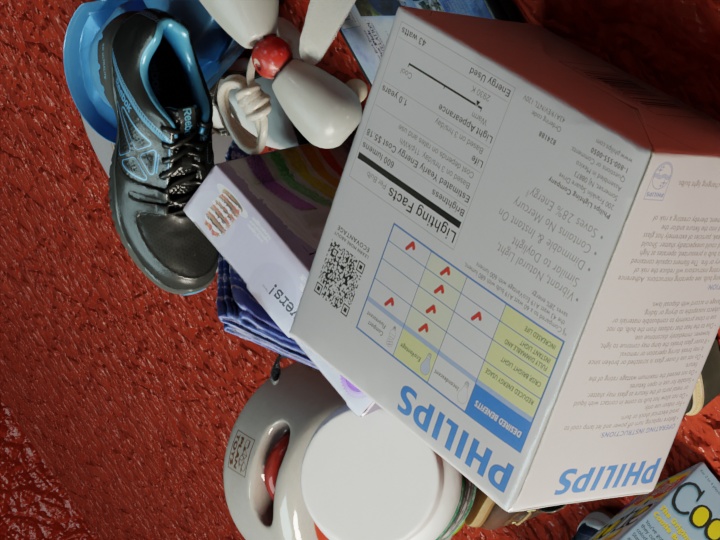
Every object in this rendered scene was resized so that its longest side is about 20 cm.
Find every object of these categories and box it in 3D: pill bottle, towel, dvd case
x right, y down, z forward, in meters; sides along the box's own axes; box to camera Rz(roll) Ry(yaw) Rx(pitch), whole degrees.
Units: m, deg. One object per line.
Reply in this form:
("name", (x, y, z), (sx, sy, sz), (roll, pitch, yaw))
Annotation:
("pill bottle", (0.020, 0.147, 1.341), (0.113, 0.113, 0.200), (50, -177, 10))
("towel", (-0.034, -0.003, 1.328), (0.144, 0.201, 0.024), (25, 124, -21))
("dvd case", (0.048, -0.138, 1.190), (0.143, 0.017, 0.200), (60, 158, -15))

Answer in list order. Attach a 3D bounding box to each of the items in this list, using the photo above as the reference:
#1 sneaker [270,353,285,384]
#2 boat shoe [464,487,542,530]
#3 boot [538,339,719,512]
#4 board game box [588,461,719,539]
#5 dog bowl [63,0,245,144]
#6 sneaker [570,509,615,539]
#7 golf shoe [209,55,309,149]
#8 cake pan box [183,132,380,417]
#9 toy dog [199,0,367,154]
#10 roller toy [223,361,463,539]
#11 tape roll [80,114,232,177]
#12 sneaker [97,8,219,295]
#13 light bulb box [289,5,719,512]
("sneaker", (-0.006, 0.053, 1.431), (0.200, 0.139, 0.078), (49, 159, 14))
("boat shoe", (0.123, 0.157, 1.423), (0.070, 0.071, 0.200), (12, 164, -3))
("boot", (0.132, 0.033, 1.105), (0.077, 0.138, 0.201), (18, 138, 57))
("board game box", (0.171, 0.235, 1.247), (0.105, 0.199, 0.103), (51, 160, 4))
("dog bowl", (-0.139, -0.176, 1.375), (0.200, 0.049, 0.112), (-43, 77, 38))
("sneaker", (0.153, 0.255, 1.450), (0.070, 0.108, 0.200), (48, 159, 11))
("golf shoe", (-0.113, -0.126, 1.457), (0.199, 0.094, 0.078), (30, 148, 44))
("cake pan box", (0.000, 0.000, 1.298), (0.200, 0.184, 0.052), (49, 122, 16))
("toy dog", (-0.055, -0.182, 1.234), (0.131, 0.096, 0.201), (-1, 119, 56))
("roller toy", (-0.017, 0.168, 1.578), (0.139, 0.182, 0.201), (20, 142, 57))
("tape roll", (-0.161, -0.096, 1.647), (0.200, 0.066, 0.201), (44, 157, 24))
("sneaker", (-0.135, -0.080, 1.307), (0.082, 0.073, 0.202), (3, 107, 62))
("light bulb box", (0.089, -0.010, 1.018), (0.198, 0.124, 0.202), (36, 115, 40))
